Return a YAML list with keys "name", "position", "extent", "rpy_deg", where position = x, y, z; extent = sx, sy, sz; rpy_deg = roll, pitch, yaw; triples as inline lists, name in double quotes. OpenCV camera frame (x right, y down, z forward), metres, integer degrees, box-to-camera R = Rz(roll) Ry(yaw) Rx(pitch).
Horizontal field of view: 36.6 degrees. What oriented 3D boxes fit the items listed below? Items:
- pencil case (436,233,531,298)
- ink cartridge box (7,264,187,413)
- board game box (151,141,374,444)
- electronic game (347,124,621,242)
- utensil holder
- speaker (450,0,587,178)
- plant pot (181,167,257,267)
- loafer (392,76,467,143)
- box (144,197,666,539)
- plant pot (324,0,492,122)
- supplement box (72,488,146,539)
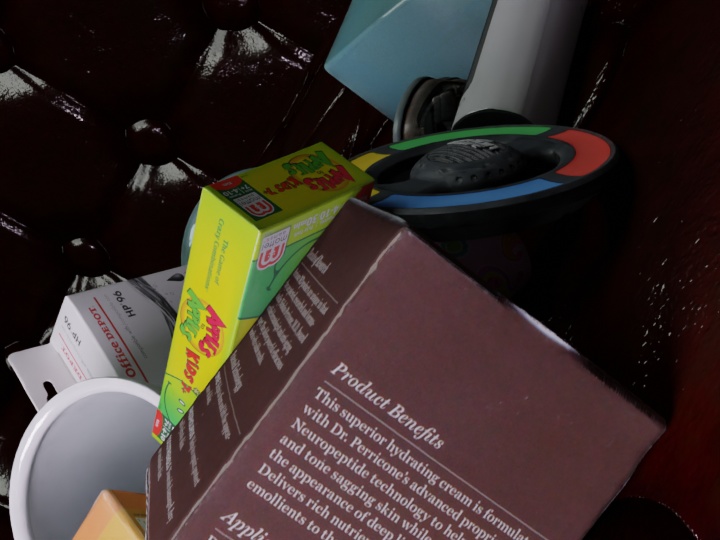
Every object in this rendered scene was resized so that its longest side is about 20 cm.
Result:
- name: "pencil case"
  position: [0.029, 0.045, 0.724]
  extent: [0.200, 0.087, 0.087]
  rpy_deg: [-48, 8, -22]
- name: "ink cartridge box"
  position: [-0.185, 0.070, 0.943]
  extent: [0.200, 0.116, 0.068]
  rpy_deg: [-17, -30, -41]
- name: "board game box"
  position: [-0.064, 0.027, 0.678]
  extent: [0.101, 0.048, 0.200]
  rpy_deg: [-29, -34, -45]
- name: "electronic game"
  position: [0.072, -0.065, 0.727]
  extent: [0.200, 0.199, 0.042]
  rpy_deg: [-103, 4, -71]
- name: "utensil holder"
  position: [-0.138, 0.170, 0.838]
  extent: [0.170, 0.170, 0.200]
  rpy_deg: [-59, -24, 6]
- name: "speaker"
  position: [0.133, -0.168, 0.893]
  extent: [0.081, 0.081, 0.200]
  rpy_deg: [-43, 22, 52]
- name: "plant pot"
  position: [-0.056, -0.011, 1.068]
  extent: [0.134, 0.200, 0.201]
  rpy_deg: [-8, 52, 53]
- name: "loafer"
  position: [0.081, -0.131, 0.922]
  extent: [0.200, 0.063, 0.072]
  rpy_deg: [-45, -44, -64]
- name: "box"
  position: [0.011, 0.094, 0.568]
  extent: [0.200, 0.166, 0.164]
  rpy_deg: [-53, 13, 0]
- name: "plant pot"
  position: [0.087, -0.271, 1.158]
  extent: [0.200, 0.141, 0.142]
  rpy_deg: [-36, 27, 46]
- name: "supplement box"
  position: [-0.100, 0.218, 0.645]
  extent: [0.200, 0.069, 0.067]
  rpy_deg: [41, 100, 39]
